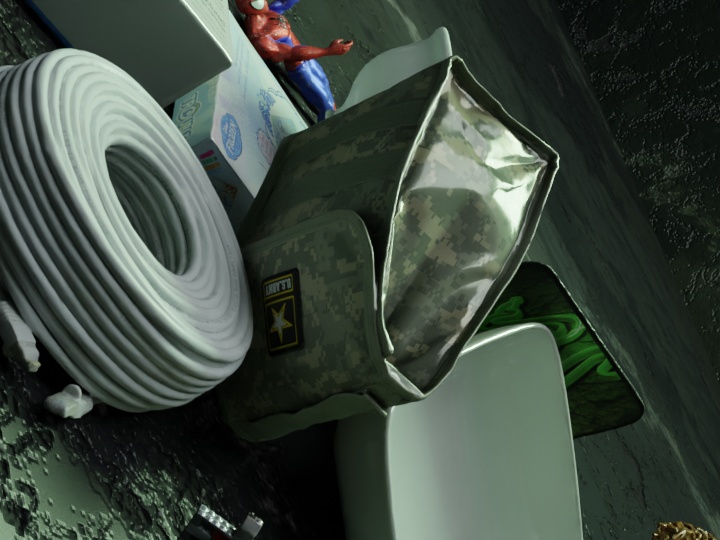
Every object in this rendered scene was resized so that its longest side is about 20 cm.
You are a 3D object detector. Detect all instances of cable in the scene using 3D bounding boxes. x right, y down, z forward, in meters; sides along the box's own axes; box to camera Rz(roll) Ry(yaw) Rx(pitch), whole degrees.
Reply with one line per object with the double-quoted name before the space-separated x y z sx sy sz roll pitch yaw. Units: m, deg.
"cable" -0.130 -0.023 0.846 0.202 0.069 0.200 66 17 12

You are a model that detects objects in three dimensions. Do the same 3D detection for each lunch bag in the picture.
"lunch bag" 0.000 0.000 0.930 0.117 0.163 0.201 39 56 -24

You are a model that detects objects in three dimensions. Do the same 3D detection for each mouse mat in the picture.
"mouse mat" 0.074 0.075 1.096 0.161 0.198 0.008 51 32 -31

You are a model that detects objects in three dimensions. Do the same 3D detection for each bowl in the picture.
"bowl" 0.022 -0.066 1.134 0.201 0.089 0.204 -3 90 -89
"bowl" 0.055 0.143 1.009 0.199 0.074 0.202 -21 106 -51

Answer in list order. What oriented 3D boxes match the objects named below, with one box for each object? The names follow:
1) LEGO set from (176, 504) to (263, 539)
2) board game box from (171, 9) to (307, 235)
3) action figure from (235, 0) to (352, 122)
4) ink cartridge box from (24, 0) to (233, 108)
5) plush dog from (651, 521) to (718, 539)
"LEGO set" -0.051 0.183 0.611 0.153 0.116 0.200 38 22 5
"board game box" -0.062 -0.059 1.158 0.200 0.043 0.201 56 17 -28
"action figure" -0.028 -0.185 1.383 0.200 0.098 0.066 44 23 -42
"ink cartridge box" -0.158 -0.220 1.049 0.146 0.084 0.201 49 22 -39
"plush dog" 0.254 0.305 1.323 0.202 0.171 0.160 65 16 13
